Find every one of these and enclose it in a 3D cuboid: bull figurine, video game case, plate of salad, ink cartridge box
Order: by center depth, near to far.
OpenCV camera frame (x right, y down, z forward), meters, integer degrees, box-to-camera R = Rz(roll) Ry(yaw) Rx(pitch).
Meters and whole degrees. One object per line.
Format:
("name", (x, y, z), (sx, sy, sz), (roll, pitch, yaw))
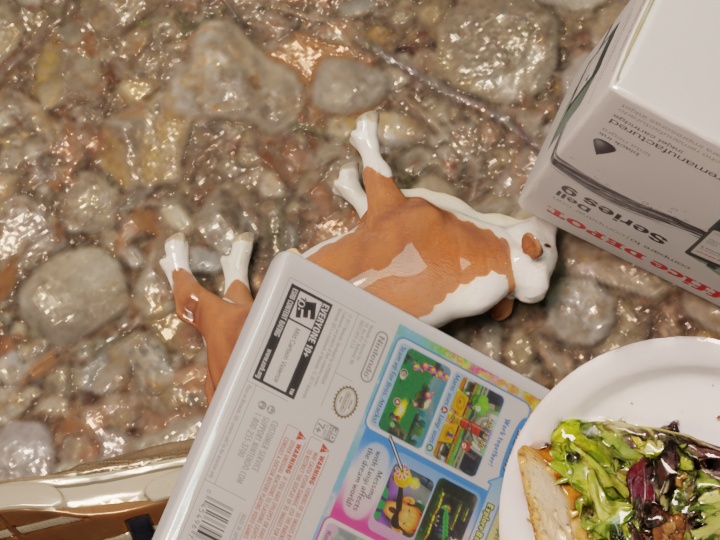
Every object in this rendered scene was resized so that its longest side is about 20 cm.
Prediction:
("plate of salad", (0.154, 0.130, 1.360), (0.199, 0.048, 0.201), (6, 105, 22))
("ink cartridge box", (0.172, -0.058, 1.391), (0.145, 0.200, 0.084), (26, 73, -2))
("video game case", (0.002, 0.119, 1.404), (0.182, 0.024, 0.201), (28, 70, -15))
("bull figurine", (0.000, 0.000, 1.481), (0.199, 0.065, 0.122), (-30, 64, -7))

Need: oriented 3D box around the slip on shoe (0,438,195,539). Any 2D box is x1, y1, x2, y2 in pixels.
("slip on shoe", (-0.118, 0.120, 1.452), (0.199, 0.076, 0.061), (-13, 26, 11))
